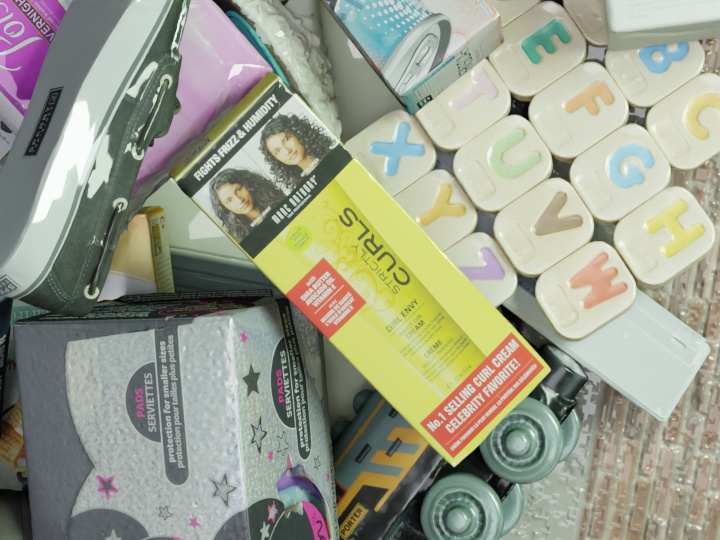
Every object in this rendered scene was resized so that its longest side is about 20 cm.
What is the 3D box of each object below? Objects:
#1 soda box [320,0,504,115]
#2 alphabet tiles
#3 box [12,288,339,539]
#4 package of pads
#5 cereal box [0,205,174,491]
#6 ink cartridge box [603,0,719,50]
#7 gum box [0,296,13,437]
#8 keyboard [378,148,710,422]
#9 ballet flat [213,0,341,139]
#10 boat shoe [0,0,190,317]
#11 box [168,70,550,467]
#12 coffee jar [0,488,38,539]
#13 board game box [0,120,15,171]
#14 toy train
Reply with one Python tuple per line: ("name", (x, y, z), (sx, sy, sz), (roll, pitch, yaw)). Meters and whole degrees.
("soda box", (-0.010, -0.182, 0.816), (0.068, 0.064, 0.201), (-38, 82, 4))
("alphabet tiles", (0.095, -0.070, 0.830), (0.195, 0.015, 0.201), (-33, 80, 3))
("box", (-0.089, 0.117, 0.812), (0.131, 0.115, 0.203), (-2, 96, 23))
("package of pads", (-0.149, -0.128, 0.799), (0.120, 0.076, 0.200), (-42, 90, -7))
("cereal box", (-0.173, 0.069, 0.914), (0.142, 0.040, 0.203), (-5, 97, 11))
("ink cartridge box", (0.170, -0.221, 0.785), (0.114, 0.068, 0.203), (-6, 90, 9))
("gum box", (-0.264, -0.008, 0.835), (0.044, 0.170, 0.200), (-35, 74, -29))
("keyboard", (0.096, 0.002, 0.850), (0.199, 0.011, 0.056), (37, 68, 6))
("ballet flat", (-0.062, -0.153, 0.851), (0.072, 0.072, 0.201), (-38, 93, 13))
("boat shoe", (-0.117, -0.075, 0.734), (0.056, 0.068, 0.202), (30, 78, -35))
("box", (0.000, 0.000, 0.774), (0.075, 0.050, 0.200), (-43, 105, 0))
("coffee jar", (-0.252, 0.170, 0.816), (0.197, 0.085, 0.106), (-4, 88, -13))
("board game box", (-0.225, -0.139, 0.864), (0.200, 0.057, 0.165), (45, 87, 1))
("toy train", (0.036, 0.109, 0.866), (0.114, 0.085, 0.201), (38, 103, 12))
